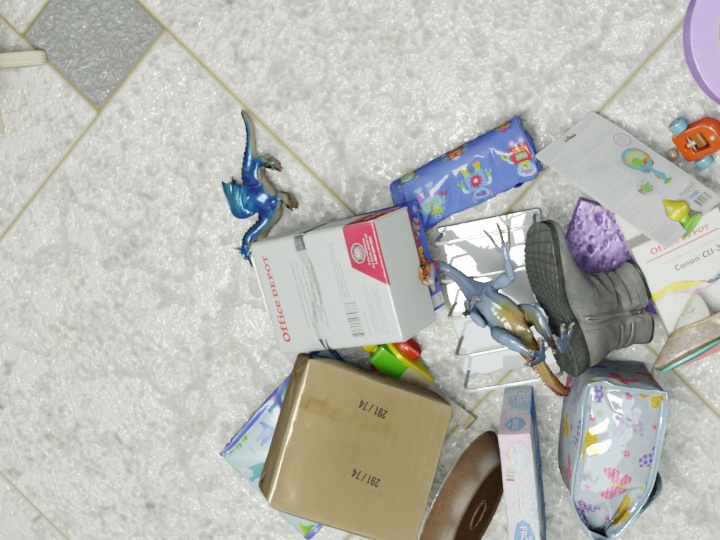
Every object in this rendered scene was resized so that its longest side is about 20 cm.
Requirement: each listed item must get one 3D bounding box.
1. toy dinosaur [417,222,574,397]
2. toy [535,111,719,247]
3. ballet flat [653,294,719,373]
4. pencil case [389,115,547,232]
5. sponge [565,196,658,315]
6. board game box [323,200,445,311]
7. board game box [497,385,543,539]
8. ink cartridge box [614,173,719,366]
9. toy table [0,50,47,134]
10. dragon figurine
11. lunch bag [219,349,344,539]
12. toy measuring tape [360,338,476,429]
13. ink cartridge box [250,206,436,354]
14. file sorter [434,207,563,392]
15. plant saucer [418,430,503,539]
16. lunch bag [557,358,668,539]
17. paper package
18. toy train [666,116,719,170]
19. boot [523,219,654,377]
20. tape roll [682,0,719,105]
[{"bbox_3d":[0.147,0.055,1.222,0.180,0.104,0.203,28,140,40],"label":"toy dinosaur"},{"bbox_3d":[0.319,-0.101,1.266,0.115,0.048,0.199,-36,57,-26],"label":"toy"},{"bbox_3d":[0.424,0.051,1.230,0.197,0.068,0.068,-26,78,6],"label":"ballet flat"},{"bbox_3d":[0.136,-0.117,1.331,0.197,0.078,0.088,-26,115,12],"label":"pencil case"},{"bbox_3d":[0.355,-0.011,1.338,0.196,0.030,0.114,18,102,5],"label":"sponge"},{"bbox_3d":[0.000,0.000,1.344,0.197,0.045,0.137,-11,99,39],"label":"board game box"},{"bbox_3d":[0.206,0.270,1.320,0.042,0.200,0.203,-6,99,11],"label":"board game box"},{"bbox_3d":[0.402,-0.003,1.282,0.115,0.068,0.203,-26,95,11],"label":"ink cartridge box"},{"bbox_3d":[-0.523,-0.275,1.390,0.180,0.117,0.204,6,101,8],"label":"toy table"},{"bbox_3d":[-0.147,-0.103,1.388,0.098,0.059,0.203,-25,96,12],"label":"dragon figurine"},{"bbox_3d":[-0.060,0.222,1.400,0.170,0.127,0.200,44,92,-1],"label":"lunch bag"},{"bbox_3d":[0.074,0.139,1.402,0.199,0.074,0.074,37,104,-22],"label":"toy measuring tape"},{"bbox_3d":[-0.023,0.015,1.283,0.197,0.083,0.148,-8,101,38],"label":"ink cartridge box"},{"bbox_3d":[0.176,0.040,1.327,0.136,0.125,0.204,-10,98,11],"label":"file sorter"},{"bbox_3d":[0.138,0.303,1.337,0.036,0.199,0.204,24,103,26],"label":"plant saucer"},{"bbox_3d":[0.311,0.222,1.312,0.124,0.170,0.204,10,98,4],"label":"lunch bag"},{"bbox_3d":[-0.006,0.218,1.287,0.197,0.103,0.194,18,85,-10],"label":"paper package"},{"bbox_3d":[0.476,-0.129,1.279,0.200,0.150,0.056,48,58,-7],"label":"toy train"},{"bbox_3d":[0.274,0.014,1.248,0.130,0.070,0.203,-24,113,-17],"label":"boot"},{"bbox_3d":[0.490,-0.286,1.253,0.196,0.066,0.205,2,99,10],"label":"tape roll"}]
